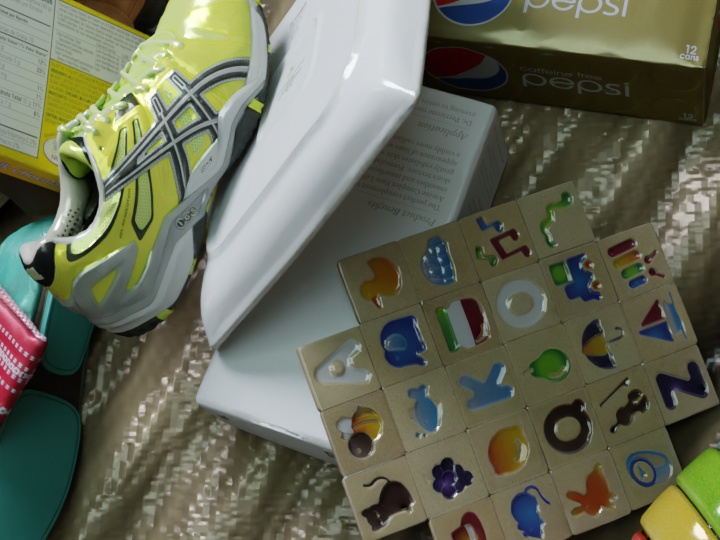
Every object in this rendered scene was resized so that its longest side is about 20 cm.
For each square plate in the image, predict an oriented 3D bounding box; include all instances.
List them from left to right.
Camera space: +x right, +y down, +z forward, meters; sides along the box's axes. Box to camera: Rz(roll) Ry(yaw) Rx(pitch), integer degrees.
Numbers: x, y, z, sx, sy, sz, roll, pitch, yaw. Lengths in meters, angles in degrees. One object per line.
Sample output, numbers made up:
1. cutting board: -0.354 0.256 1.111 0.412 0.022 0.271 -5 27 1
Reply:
1. square plate: -0.026 -0.089 0.711 0.028 0.200 0.199 25 43 -19

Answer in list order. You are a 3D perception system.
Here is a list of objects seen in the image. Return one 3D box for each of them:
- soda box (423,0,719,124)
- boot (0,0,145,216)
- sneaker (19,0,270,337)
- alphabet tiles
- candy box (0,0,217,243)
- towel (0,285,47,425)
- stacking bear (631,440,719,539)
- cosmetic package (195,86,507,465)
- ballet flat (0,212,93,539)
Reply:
1. soda box: 0.097 -0.135 0.784 0.199 0.068 0.064 9 72 16
2. boot: -0.220 -0.102 0.850 0.199 0.074 0.155 -1 56 26
3. sneaker: -0.106 -0.070 0.714 0.075 0.076 0.201 1 70 48
4. alphabet tiles: 0.076 0.053 0.706 0.199 0.006 0.167 -19 84 -14
5. candy box: -0.143 -0.087 0.761 0.026 0.199 0.103 -19 62 41
6. towel: -0.259 0.081 0.768 0.145 0.022 0.200 40 98 37
7. stacking bear: 0.170 0.141 0.650 0.200 0.114 0.122 -36 67 3
8. cosmetic package: 0.000 0.000 0.756 0.101 0.074 0.201 18 78 17
9. ballet flat: -0.189 0.065 0.787 0.070 0.067 0.201 -4 67 37
